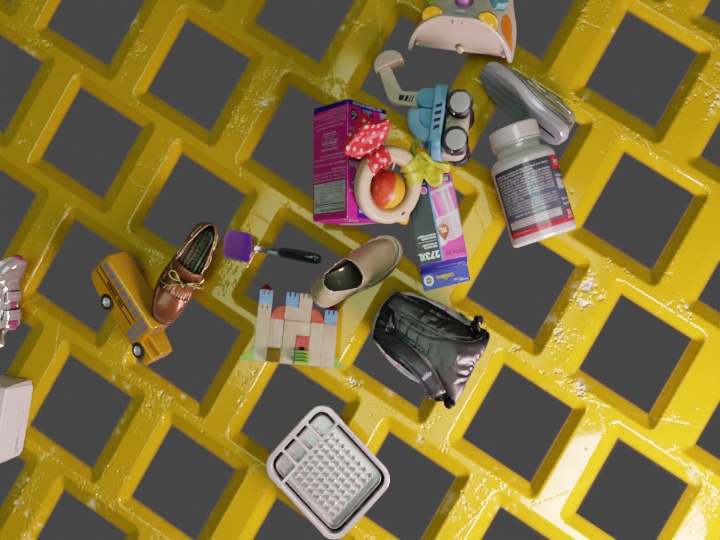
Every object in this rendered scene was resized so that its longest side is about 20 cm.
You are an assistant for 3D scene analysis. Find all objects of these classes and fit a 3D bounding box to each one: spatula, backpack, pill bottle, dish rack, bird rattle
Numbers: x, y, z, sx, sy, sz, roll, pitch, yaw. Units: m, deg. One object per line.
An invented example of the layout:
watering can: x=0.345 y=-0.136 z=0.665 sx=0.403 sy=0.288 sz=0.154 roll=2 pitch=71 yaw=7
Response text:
spatula: x=-0.169 y=-0.037 z=1.164 sx=0.193 sy=0.021 sz=0.058 roll=8 pitch=101 yaw=2
backpack: x=0.111 y=0.128 z=1.090 sx=0.196 sy=0.127 sz=0.170 roll=30 pitch=79 yaw=5
pill bottle: x=0.298 y=-0.155 z=1.085 sx=0.116 sy=0.120 sz=0.206 roll=-16 pitch=88 yaw=3
dish rack: x=-0.060 y=0.370 z=1.137 sx=0.200 sy=0.044 sz=0.172 roll=45 pitch=91 yaw=4
bird rattle: x=0.050 y=-0.163 z=1.035 sx=0.196 sy=0.112 sz=0.168 roll=10 pitch=99 yaw=-38

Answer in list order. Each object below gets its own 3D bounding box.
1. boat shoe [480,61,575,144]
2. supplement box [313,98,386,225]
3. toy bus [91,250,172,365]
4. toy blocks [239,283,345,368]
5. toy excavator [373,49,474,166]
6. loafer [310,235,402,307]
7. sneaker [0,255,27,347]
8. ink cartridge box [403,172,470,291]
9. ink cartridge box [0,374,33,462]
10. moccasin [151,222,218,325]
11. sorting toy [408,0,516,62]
boat shoe: x=0.308 y=-0.314 z=1.123 sx=0.199 sy=0.072 sz=0.062 roll=42 pitch=67 yaw=1
supplement box: x=-0.020 y=-0.188 z=1.100 sx=0.102 sy=0.099 sz=0.207 roll=1 pitch=90 yaw=47
toy bus: x=-0.421 y=0.071 z=1.147 sx=0.078 sy=0.065 sz=0.202 roll=-36 pitch=86 yaw=23
toy blocks: x=-0.118 y=0.103 z=1.129 sx=0.193 sy=0.100 sz=0.141 roll=6 pitch=80 yaw=-7
toy excavator: x=0.112 y=-0.300 z=1.122 sx=0.193 sy=0.100 sz=0.201 roll=7 pitch=88 yaw=13
loafer: x=0.000 y=0.000 z=1.111 sx=0.198 sy=0.068 sz=0.077 roll=-35 pitch=88 yaw=-16
sneaker: x=-0.686 y=0.067 z=1.175 sx=0.087 sy=0.081 sz=0.203 roll=31 pitch=99 yaw=3
ink cartridge box: x=0.143 y=-0.072 z=1.139 sx=0.092 sy=0.037 sz=0.207 roll=-11 pitch=90 yaw=4
ink cartridge box: x=-0.749 y=0.272 z=1.167 sx=0.193 sy=0.084 sz=0.150 roll=9 pitch=89 yaw=4
moccasin: x=-0.319 y=0.004 z=1.124 sx=0.073 sy=0.077 sz=0.204 roll=36 pitch=74 yaw=-17
sorting toy: x=0.198 y=-0.492 z=1.112 sx=0.194 sy=0.107 sz=0.185 roll=12 pitch=67 yaw=15
